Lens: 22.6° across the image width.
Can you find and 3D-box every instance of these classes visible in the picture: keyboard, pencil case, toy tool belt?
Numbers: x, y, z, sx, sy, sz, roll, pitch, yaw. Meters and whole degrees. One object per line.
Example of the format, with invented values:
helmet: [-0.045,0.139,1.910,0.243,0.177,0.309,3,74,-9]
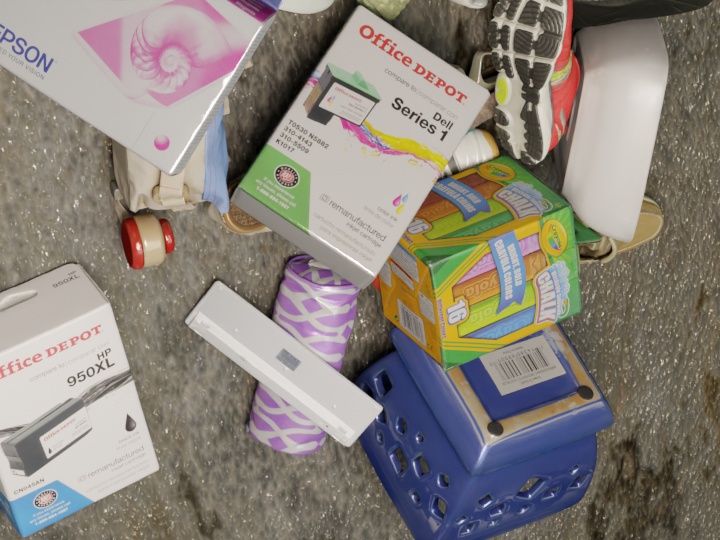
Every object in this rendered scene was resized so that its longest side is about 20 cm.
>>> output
keyboard: [-0.072,0.089,1.706,0.200,0.011,0.056,38,106,-8]
pencil case: [-0.051,0.082,1.750,0.085,0.084,0.201,-30,140,-58]
toy tool belt: [-0.147,-0.098,1.550,0.122,0.125,0.201,-12,124,-18]

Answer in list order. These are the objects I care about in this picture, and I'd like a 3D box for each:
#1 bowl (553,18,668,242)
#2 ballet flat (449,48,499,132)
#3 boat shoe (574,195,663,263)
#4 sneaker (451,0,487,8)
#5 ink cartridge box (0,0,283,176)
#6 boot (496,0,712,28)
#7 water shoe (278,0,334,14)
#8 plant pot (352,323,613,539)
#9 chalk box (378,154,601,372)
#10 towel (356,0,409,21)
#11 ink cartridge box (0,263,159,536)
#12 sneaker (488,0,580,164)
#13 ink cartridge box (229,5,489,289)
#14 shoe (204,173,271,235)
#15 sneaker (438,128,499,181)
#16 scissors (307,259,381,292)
bowl: [0.237,-0.149,1.748,0.074,0.200,0.201,8,117,-1]
ballet flat: [0.103,-0.172,1.715,0.199,0.068,0.068,-25,124,-32]
boat shoe: [0.245,-0.033,1.880,0.199,0.076,0.072,-11,122,-29]
sneaker: [0.147,-0.311,1.646,0.200,0.081,0.075,-44,130,-6]
ink cartridge box: [-0.178,-0.211,1.435,0.196,0.043,0.201,32,99,1]
boot: [0.230,-0.314,1.698,0.073,0.202,0.155,40,49,-69]
water shoe: [-0.095,-0.270,1.513,0.199,0.071,0.079,8,110,-37]
plant pot: [0.124,0.137,1.784,0.199,0.201,0.180,-16,151,-27]
chalk box: [0.127,-0.017,1.685,0.199,0.125,0.125,-23,125,-19]
towel: [0.012,-0.328,1.563,0.148,0.037,0.200,-44,124,2]
ink cartridge box: [-0.279,0.116,1.614,0.144,0.084,0.201,-26,128,-19]
sneaker: [0.168,-0.197,1.669,0.085,0.077,0.201,-38,145,-38]
ink cartridge box: [0.000,-0.109,1.590,0.144,0.084,0.201,33,78,-3]
shoe: [-0.054,-0.077,1.678,0.199,0.053,0.070,-14,92,-32]
sneaker: [0.071,-0.049,1.770,0.087,0.076,0.201,4,113,-17]
scissors: [0.000,0.000,1.692,0.014,0.200,0.074,-14,98,22]
